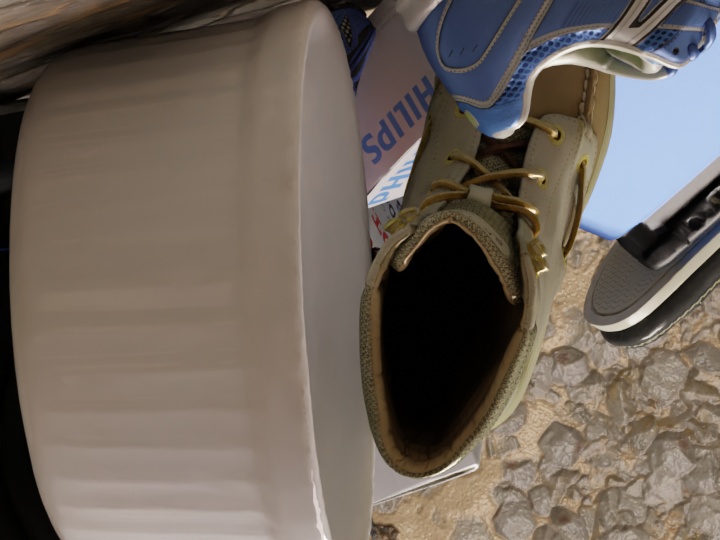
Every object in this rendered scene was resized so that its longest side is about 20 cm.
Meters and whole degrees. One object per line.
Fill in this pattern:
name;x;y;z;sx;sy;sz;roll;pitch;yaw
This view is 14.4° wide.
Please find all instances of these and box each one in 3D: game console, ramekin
game console;0.152;-0.106;1.183;0.200;0.118;0.171;-42;-167;32
ramekin;-0.053;0.011;0.973;0.097;0.201;0.200;-3;-178;7

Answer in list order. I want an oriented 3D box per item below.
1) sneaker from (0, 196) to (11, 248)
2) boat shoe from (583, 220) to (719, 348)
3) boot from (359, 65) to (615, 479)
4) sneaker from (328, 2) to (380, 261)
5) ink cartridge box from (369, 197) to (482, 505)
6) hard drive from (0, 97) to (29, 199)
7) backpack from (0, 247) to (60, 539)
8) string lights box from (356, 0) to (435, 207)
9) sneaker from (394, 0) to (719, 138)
sneaker;-0.094;-0.036;1.194;0.089;0.079;0.200;-23;178;42
boat shoe;0.183;-0.026;1.288;0.200;0.068;0.072;-42;-157;-23
boot;0.046;-0.028;1.040;0.072;0.200;0.155;13;-174;7
sneaker;-0.025;-0.010;1.124;0.078;0.200;0.075;18;166;-15
ink cartridge box;0.000;0.000;1.318;0.083;0.147;0.200;-20;-157;16
hard drive;-0.210;-0.018;1.022;0.139;0.033;0.200;-20;180;30
backpack;-0.156;0.109;1.089;0.162;0.200;0.168;-10;165;-19
string lights box;0.078;-0.095;1.222;0.200;0.059;0.103;-19;164;-41
sneaker;0.110;-0.110;0.992;0.200;0.077;0.076;-21;178;-2
